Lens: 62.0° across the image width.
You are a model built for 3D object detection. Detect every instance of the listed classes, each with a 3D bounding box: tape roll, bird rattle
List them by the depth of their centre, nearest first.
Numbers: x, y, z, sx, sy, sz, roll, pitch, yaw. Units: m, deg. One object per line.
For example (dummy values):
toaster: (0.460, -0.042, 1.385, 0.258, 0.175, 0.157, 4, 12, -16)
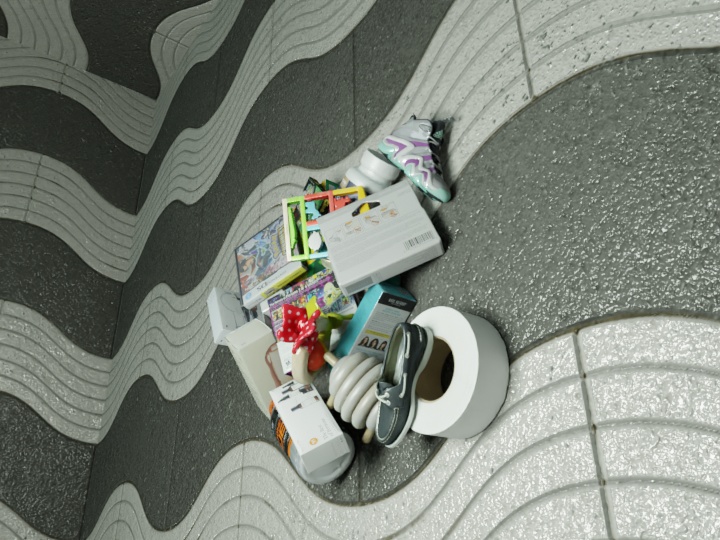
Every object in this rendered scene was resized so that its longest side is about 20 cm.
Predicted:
tape roll: (0.136, 0.162, 0.952, 0.202, 0.071, 0.203, -29, 53, 47)
bird rattle: (-0.085, 0.134, 1.111, 0.200, 0.112, 0.164, -45, -37, -74)

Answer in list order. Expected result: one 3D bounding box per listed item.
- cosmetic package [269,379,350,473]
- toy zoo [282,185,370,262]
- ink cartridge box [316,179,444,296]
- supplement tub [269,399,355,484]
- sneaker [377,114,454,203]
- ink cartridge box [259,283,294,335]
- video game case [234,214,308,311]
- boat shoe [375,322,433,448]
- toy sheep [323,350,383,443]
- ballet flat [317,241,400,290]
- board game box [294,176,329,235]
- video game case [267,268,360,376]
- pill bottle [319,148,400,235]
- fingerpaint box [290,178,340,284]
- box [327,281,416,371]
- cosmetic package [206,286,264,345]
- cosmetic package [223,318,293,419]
cosmetic package: (-0.097, 0.270, 1.087, 0.200, 0.082, 0.051, 42, 155, 57)
toy zoo: (-0.054, -0.093, 1.188, 0.199, 0.020, 0.132, -8, 81, 12)
ink cartridge box: (0.033, -0.064, 1.126, 0.199, 0.045, 0.177, -23, 51, 2)
supplement tub: (-0.104, 0.317, 1.192, 0.200, 0.122, 0.123, 33, 104, 57)
sneaker: (0.135, -0.229, 1.133, 0.140, 0.078, 0.200, -45, 59, 7)
ink cartridge box: (-0.184, 0.071, 1.419, 0.068, 0.116, 0.200, -31, 46, 10)
video game case: (-0.215, -0.027, 1.407, 0.180, 0.025, 0.200, -34, 45, 15)
boat shoe: (0.053, 0.178, 0.947, 0.076, 0.060, 0.201, 7, 82, 57)
toy sheep: (0.006, 0.214, 1.061, 0.200, 0.138, 0.138, 36, 109, 18)
ballet flat: (0.000, 0.000, 1.206, 0.200, 0.062, 0.067, 31, 61, 23)
board game box: (-0.110, -0.140, 1.332, 0.105, 0.023, 0.200, -62, 22, 12)
video game case: (-0.091, 0.099, 1.253, 0.200, 0.036, 0.182, -28, 59, 15)
pill bottle: (0.002, -0.147, 1.255, 0.200, 0.111, 0.111, -61, 35, 18)
fingerpaint box: (-0.098, -0.083, 1.411, 0.167, 0.073, 0.201, -36, 47, 42)
box: (0.019, 0.120, 1.135, 0.200, 0.082, 0.049, -62, 34, 16)
cosmetic package: (-0.259, 0.124, 1.438, 0.052, 0.199, 0.151, -55, 38, 27)
cosmetic package: (-0.212, 0.220, 1.327, 0.103, 0.087, 0.201, 25, 140, 57)
